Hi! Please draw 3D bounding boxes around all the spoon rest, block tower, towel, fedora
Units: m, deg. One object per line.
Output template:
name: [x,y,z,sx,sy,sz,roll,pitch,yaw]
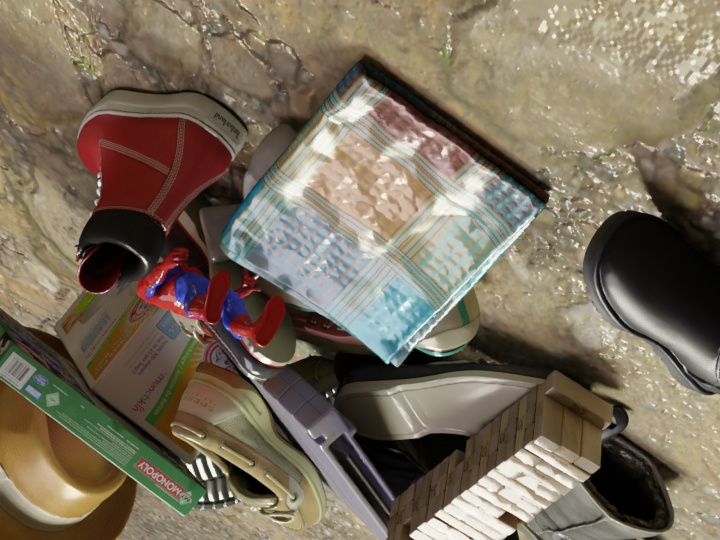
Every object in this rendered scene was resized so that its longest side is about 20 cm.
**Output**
spoon rest: [-0.055,-0.042,1.632,0.200,0.060,0.100,163,93,-71]
block tower: [0.092,0.151,1.705,0.054,0.058,0.200,31,130,-19]
towel: [0.010,-0.030,1.493,0.146,0.022,0.200,34,138,-7]
fedora: [-0.243,0.132,1.943,0.200,0.201,0.082,40,139,-21]

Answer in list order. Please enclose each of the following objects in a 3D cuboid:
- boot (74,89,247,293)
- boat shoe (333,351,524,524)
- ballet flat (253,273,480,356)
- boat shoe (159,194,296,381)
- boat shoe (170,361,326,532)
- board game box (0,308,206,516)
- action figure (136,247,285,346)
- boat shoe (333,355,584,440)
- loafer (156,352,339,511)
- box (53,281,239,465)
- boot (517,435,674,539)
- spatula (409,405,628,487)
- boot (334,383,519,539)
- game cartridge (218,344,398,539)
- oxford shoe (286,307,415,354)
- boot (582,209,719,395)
boot: [-0.172,-0.049,1.689,0.072,0.145,0.200,40,162,-23]
boat shoe: [0.066,0.121,1.841,0.200,0.074,0.066,45,179,23]
ballet flat: [0.000,0.000,1.672,0.199,0.070,0.070,17,157,38]
boat shoe: [-0.109,0.016,1.750,0.071,0.063,0.200,23,-156,-45]
boat shoe: [-0.085,0.146,1.817,0.073,0.063,0.201,20,155,30]
board game box: [-0.214,0.099,1.835,0.200,0.029,0.135,41,178,-28]
action figure: [-0.106,0.013,1.629,0.065,0.052,0.200,20,176,-21]
boat shoe: [0.076,0.081,1.740,0.199,0.063,0.073,-3,132,31]
loafer: [-0.087,0.128,1.965,0.070,0.199,0.076,39,145,47]
box: [-0.157,0.057,1.918,0.101,0.113,0.200,39,-179,-20]
boot: [0.195,0.192,1.834,0.181,0.073,0.200,36,156,-8]
spatula: [0.117,0.142,1.746,0.200,0.021,0.057,-31,84,39]
boot: [0.055,0.166,1.967,0.201,0.076,0.168,53,-179,8]
game cartridge: [-0.024,0.128,1.799,0.130,0.038,0.200,46,173,43]
oxford shoe: [-0.042,0.027,1.793,0.199,0.071,0.074,21,167,42]
boot: [0.237,0.039,1.324,0.199,0.066,0.165,20,167,45]
